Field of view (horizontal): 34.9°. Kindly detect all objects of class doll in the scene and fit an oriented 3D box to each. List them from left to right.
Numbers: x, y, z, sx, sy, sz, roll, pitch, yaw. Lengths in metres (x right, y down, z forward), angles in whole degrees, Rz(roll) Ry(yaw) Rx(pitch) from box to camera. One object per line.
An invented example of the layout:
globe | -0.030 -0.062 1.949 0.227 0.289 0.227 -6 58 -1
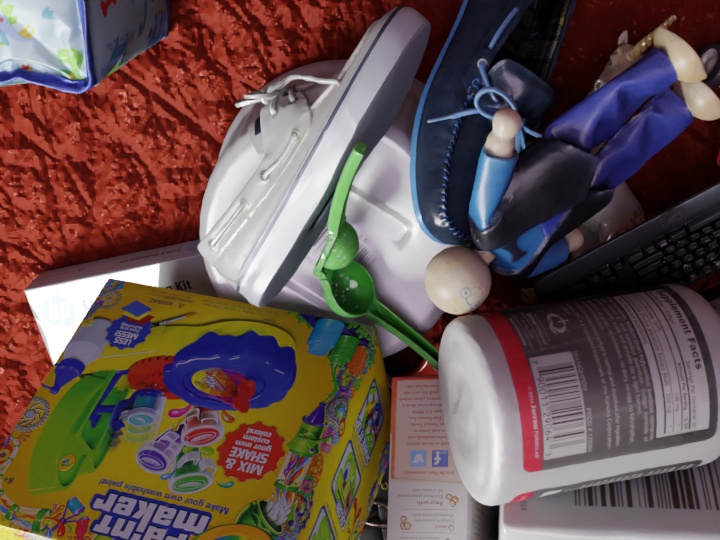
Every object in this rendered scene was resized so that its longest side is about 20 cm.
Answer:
doll | 0.113 -0.052 0.661 0.200 0.049 0.136 -42 139 6

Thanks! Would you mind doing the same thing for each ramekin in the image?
ramekin | -0.014 -0.034 0.782 0.198 0.098 0.203 3 113 8

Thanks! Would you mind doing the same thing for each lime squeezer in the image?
lime squeezer | 0.000 0.000 0.699 0.070 0.038 0.201 22 148 38

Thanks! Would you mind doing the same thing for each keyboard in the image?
keyboard | 0.213 -0.004 0.717 0.199 0.021 0.127 -29 141 19

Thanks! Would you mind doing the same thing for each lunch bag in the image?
lunch bag | -0.197 -0.224 0.695 0.126 0.170 0.202 2 113 5

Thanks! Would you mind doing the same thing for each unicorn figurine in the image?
unicorn figurine | 0.146 -0.059 0.751 0.137 0.074 0.201 -39 135 -12

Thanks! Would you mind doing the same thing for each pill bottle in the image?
pill bottle | 0.154 0.068 0.681 0.198 0.111 0.112 -8 113 -12

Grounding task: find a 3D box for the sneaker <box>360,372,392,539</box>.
sneaker | 0.004 0.150 0.836 0.074 0.107 0.201 -26 111 30

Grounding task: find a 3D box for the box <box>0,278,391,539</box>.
box | -0.102 0.129 0.729 0.198 0.194 0.123 9 140 19

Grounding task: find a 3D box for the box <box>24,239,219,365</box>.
box | -0.150 0.085 0.882 0.154 0.041 0.202 -10 109 15

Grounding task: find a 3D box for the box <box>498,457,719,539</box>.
box | 0.193 0.180 0.774 0.196 0.200 0.173 0 116 8

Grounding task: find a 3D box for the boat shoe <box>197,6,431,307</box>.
boat shoe | -0.040 -0.081 0.682 0.086 0.075 0.203 36 114 8

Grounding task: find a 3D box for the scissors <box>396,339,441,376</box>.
scissors | 0.024 0.087 0.872 0.198 0.014 0.074 -8 118 15

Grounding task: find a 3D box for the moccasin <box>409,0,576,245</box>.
moccasin | 0.084 -0.114 0.694 0.068 0.080 0.202 6 79 44

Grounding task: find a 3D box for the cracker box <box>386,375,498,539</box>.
cracker box | 0.057 0.183 0.763 0.057 0.134 0.202 -3 71 14

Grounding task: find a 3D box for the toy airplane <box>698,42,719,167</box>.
toy airplane | 0.294 -0.158 0.656 0.198 0.141 0.201 -19 120 -2
